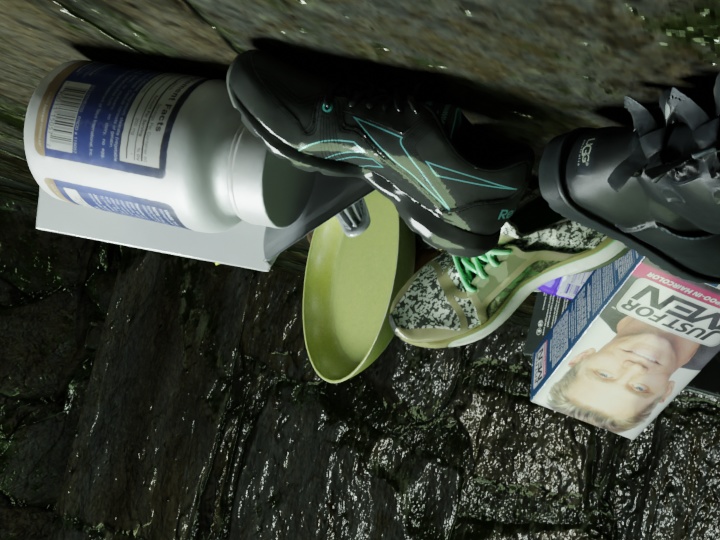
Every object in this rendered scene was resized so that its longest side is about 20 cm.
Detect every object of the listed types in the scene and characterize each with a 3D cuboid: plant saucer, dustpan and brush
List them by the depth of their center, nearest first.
[{"bbox_3d":[-0.016,-0.069,0.757,0.057,0.139,0.200,53,-170,-29],"label":"dustpan and brush"},{"bbox_3d":[0.000,0.000,0.824,0.031,0.202,0.200,10,178,-23],"label":"plant saucer"}]

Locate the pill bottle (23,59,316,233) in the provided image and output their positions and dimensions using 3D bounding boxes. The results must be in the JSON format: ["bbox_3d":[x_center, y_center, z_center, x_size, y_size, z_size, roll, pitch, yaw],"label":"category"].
[{"bbox_3d":[-0.137,-0.090,0.693,0.199,0.112,0.111,13,176,22],"label":"pill bottle"}]

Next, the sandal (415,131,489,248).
[{"bbox_3d":[0.076,-0.057,0.715,0.048,0.076,0.200,-4,179,-11],"label":"sandal"}]

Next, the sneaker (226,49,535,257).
[{"bbox_3d":[0.015,-0.089,0.576,0.199,0.076,0.079,28,130,-8],"label":"sneaker"}]

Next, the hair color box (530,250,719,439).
[{"bbox_3d":[0.221,0.041,0.728,0.099,0.061,0.201,21,133,-5],"label":"hair color box"}]

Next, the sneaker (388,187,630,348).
[{"bbox_3d":[0.099,-0.019,0.664,0.089,0.199,0.077,43,-162,-55],"label":"sneaker"}]

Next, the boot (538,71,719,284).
[{"bbox_3d":[0.210,-0.040,0.498,0.197,0.074,0.162,17,172,-25],"label":"boot"}]

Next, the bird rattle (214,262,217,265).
[{"bbox_3d":[-0.153,-0.070,1.155,0.162,0.114,0.200,-2,-175,-21],"label":"bird rattle"}]

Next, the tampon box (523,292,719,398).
[{"bbox_3d":[0.307,0.056,1.021,0.149,0.127,0.200,16,175,-30],"label":"tampon box"}]

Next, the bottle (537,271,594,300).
[{"bbox_3d":[0.242,-0.002,0.773,0.198,0.084,0.065,13,-150,2],"label":"bottle"}]

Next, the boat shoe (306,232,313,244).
[{"bbox_3d":[0.025,-0.040,1.142,0.199,0.072,0.076,11,-174,37],"label":"boat shoe"}]

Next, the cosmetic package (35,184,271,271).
[{"bbox_3d":[-0.168,-0.046,0.810,0.198,0.051,0.083,11,-170,0],"label":"cosmetic package"}]

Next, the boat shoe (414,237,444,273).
[{"bbox_3d":[0.077,-0.002,0.808,0.072,0.068,0.200,42,159,-16],"label":"boat shoe"}]
